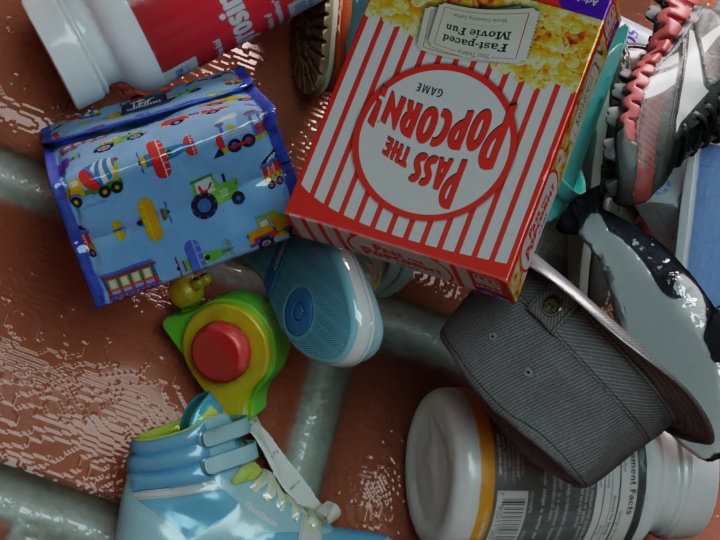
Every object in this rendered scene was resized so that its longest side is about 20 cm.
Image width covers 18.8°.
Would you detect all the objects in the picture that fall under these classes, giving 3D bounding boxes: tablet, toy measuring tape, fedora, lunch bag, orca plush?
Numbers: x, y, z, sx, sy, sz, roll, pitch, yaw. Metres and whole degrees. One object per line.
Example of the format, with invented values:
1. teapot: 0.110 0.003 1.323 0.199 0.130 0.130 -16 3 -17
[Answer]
1. tablet: 0.286 -0.026 1.601 0.200 0.014 0.131 3 93 -51
2. toy measuring tape: -0.061 0.079 1.482 0.073 0.074 0.200 -35 88 -25
3. fedora: 0.124 0.071 1.400 0.090 0.177 0.200 -44 73 -6
4. lunch bag: -0.131 -0.076 1.454 0.150 0.200 0.094 -20 115 -5
5. orca plush: 0.207 0.036 1.498 0.200 0.105 0.071 49 25 18

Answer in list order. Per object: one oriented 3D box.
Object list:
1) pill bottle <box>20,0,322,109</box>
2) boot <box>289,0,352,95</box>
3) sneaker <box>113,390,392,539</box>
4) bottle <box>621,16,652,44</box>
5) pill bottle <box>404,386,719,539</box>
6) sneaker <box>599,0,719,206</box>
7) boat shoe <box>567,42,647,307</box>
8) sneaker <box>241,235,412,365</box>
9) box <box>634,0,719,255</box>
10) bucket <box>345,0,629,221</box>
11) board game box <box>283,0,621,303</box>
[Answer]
1. pill bottle: -0.128 -0.195 1.504 0.199 0.112 0.113 -29 84 -5
2. boot: 0.010 -0.211 1.603 0.107 0.075 0.201 19 67 -19
3. sneaker: -0.065 0.147 1.438 0.199 0.080 0.131 4 88 -15
4. bottle: 0.169 -0.159 1.645 0.199 0.065 0.084 24 72 -11
5. pill bottle: 0.140 0.140 1.513 0.199 0.116 0.117 2 73 -20
6. sneaker: 0.225 -0.115 1.494 0.098 0.071 0.201 17 49 13
7. boat shoe: 0.188 -0.067 1.592 0.059 0.072 0.201 4 94 -7
8. sneaker: 0.000 0.000 1.474 0.130 0.080 0.200 12 29 -33
9. box: 0.282 -0.087 1.631 0.156 0.041 0.201 50 56 -44
10. bucket: 0.079 -0.127 1.519 0.206 0.135 0.207 10 27 -5
11. board game box: 0.059 -0.097 1.360 0.151 0.046 0.201 17 76 17
